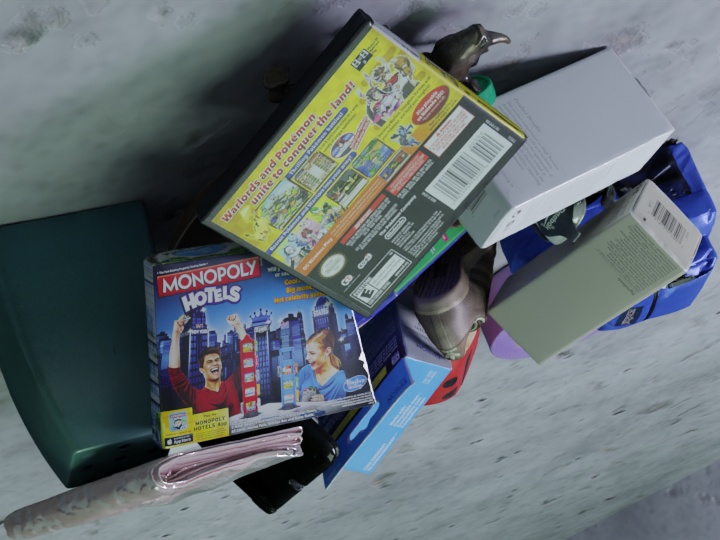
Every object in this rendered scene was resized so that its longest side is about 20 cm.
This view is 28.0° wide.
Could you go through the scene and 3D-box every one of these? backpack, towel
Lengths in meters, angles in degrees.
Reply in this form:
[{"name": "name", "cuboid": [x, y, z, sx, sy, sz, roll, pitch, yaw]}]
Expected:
[{"name": "backpack", "cuboid": [0.255, -0.028, 1.498, 0.200, 0.168, 0.163, -13, 150, -10]}, {"name": "towel", "cuboid": [-0.174, 0.184, 1.239, 0.200, 0.032, 0.191, -24, 168, 37]}]

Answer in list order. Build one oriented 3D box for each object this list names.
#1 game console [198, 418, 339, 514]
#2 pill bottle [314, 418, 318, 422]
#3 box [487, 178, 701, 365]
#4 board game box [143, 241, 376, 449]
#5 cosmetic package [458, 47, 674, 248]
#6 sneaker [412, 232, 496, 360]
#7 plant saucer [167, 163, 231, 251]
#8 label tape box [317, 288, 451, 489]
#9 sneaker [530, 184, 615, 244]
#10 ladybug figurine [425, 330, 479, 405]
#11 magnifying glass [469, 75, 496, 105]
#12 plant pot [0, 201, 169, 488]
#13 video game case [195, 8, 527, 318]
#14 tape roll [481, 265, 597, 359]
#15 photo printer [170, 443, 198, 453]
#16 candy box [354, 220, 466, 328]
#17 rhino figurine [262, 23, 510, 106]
[{"name": "game console", "cuboid": [-0.119, 0.122, 1.386, 0.176, 0.200, 0.116, -44, -174, 37]}, {"name": "pill bottle", "cuboid": [-0.020, 0.104, 1.618, 0.112, 0.112, 0.200, -20, 158, -4]}, {"name": "box", "cuboid": [0.220, 0.004, 1.370, 0.200, 0.082, 0.068, -36, -168, 41]}, {"name": "board game box", "cuboid": [-0.087, 0.025, 1.177, 0.200, 0.200, 0.062, -8, -167, -31]}, {"name": "cosmetic package", "cuboid": [0.163, -0.108, 1.254, 0.200, 0.102, 0.074, -24, 162, -30]}, {"name": "sneaker", "cuboid": [0.096, 0.020, 1.434, 0.070, 0.076, 0.200, -9, -160, 23]}, {"name": "plant saucer", "cuboid": [-0.091, -0.044, 1.262, 0.200, 0.032, 0.200, -32, 155, -17]}, {"name": "label tape box", "cuboid": [0.022, 0.119, 1.409, 0.066, 0.200, 0.143, 29, 111, -19]}, {"name": "sneaker", "cuboid": [0.148, -0.080, 1.322, 0.199, 0.130, 0.080, -8, 153, -31]}, {"name": "ladybug figurine", "cuboid": [0.091, 0.092, 1.666, 0.136, 0.072, 0.200, -61, 168, -25]}, {"name": "magnifying glass", "cuboid": [0.019, -0.116, 1.190, 0.200, 0.022, 0.080, -22, -157, -11]}, {"name": "plant pot", "cuboid": [-0.232, 0.072, 1.234, 0.141, 0.200, 0.141, -12, 157, -22]}, {"name": "video game case", "cuboid": [0.003, -0.076, 1.115, 0.181, 0.026, 0.200, 31, 108, -35]}, {"name": "tape roll", "cuboid": [0.239, 0.034, 1.754, 0.200, 0.066, 0.200, -18, 158, -7]}, {"name": "photo printer", "cuboid": [-0.173, 0.138, 1.611, 0.200, 0.070, 0.166, -20, 158, -4]}, {"name": "candy box", "cuboid": [0.000, 0.000, 1.337, 0.169, 0.077, 0.200, -38, -177, 34]}, {"name": "rhino figurine", "cuboid": [0.025, -0.151, 1.141, 0.200, 0.060, 0.087, -21, 154, -5]}]
